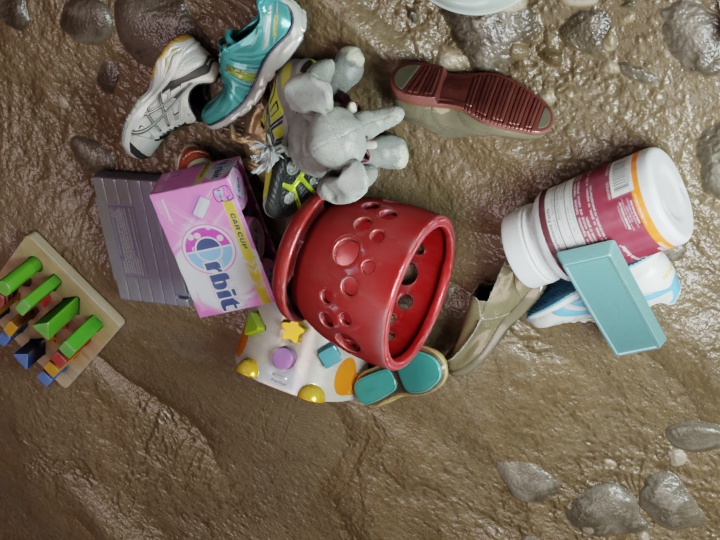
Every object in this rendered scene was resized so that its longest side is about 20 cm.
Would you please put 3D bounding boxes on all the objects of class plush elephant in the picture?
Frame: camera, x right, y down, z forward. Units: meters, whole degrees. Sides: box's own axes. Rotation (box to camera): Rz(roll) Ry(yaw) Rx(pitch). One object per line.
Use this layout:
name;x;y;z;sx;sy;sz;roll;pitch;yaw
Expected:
plush elephant;-0.021;-0.162;1.362;0.154;0.199;0.166;10;124;63

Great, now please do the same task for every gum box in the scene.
gum box;-0.184;-0.038;1.546;0.112;0.066;0.202;-11;118;15

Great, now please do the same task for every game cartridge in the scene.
game cartridge;-0.312;-0.046;1.694;0.128;0.038;0.202;8;121;26

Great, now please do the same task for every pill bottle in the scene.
pill bottle;0.269;-0.055;1.352;0.199;0.114;0.115;-22;107;34

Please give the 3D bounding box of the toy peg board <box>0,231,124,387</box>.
toy peg board;-0.506;0.084;1.824;0.200;0.098;0.199;45;127;-3

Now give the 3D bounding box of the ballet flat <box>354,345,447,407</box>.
ballet flat;0.065;0.135;1.574;0.199;0.063;0.069;-23;86;52

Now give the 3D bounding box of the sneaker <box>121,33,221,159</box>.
sneaker;-0.246;-0.209;1.540;0.087;0.076;0.201;37;128;2

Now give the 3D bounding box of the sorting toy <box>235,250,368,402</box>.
sorting toy;-0.081;0.071;1.626;0.198;0.107;0.182;19;105;15

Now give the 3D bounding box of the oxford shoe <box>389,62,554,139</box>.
oxford shoe;0.131;-0.189;1.385;0.198;0.071;0.075;20;149;16

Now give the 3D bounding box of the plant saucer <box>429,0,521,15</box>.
plant saucer;0.115;-0.373;1.284;0.198;0.050;0.202;12;122;20

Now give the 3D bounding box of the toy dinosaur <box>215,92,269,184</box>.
toy dinosaur;-0.134;-0.141;1.536;0.100;0.058;0.202;-4;116;27

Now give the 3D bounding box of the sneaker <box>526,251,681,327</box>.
sneaker;0.289;0.035;1.421;0.199;0.077;0.081;-25;113;38

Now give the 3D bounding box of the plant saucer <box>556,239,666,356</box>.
plant saucer;0.293;0.038;1.358;0.069;0.019;0.200;-13;138;26

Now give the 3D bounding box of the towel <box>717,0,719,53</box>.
towel;0.458;-0.283;1.175;0.198;0.037;0.150;2;119;25

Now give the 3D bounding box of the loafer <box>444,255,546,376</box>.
loafer;0.164;0.053;1.496;0.067;0.076;0.201;39;117;1

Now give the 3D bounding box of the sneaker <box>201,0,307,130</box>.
sneaker;-0.144;-0.262;1.451;0.079;0.078;0.200;27;121;-23

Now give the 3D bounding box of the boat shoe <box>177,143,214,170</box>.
boat shoe;-0.220;-0.075;1.616;0.063;0.070;0.202;-132;33;-50

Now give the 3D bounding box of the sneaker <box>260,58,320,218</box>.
sneaker;-0.088;-0.165;1.472;0.076;0.075;0.203;19;98;44

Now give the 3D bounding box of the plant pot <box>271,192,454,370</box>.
plant pot;0.000;0.000;1.467;0.181;0.200;0.202;22;125;20
